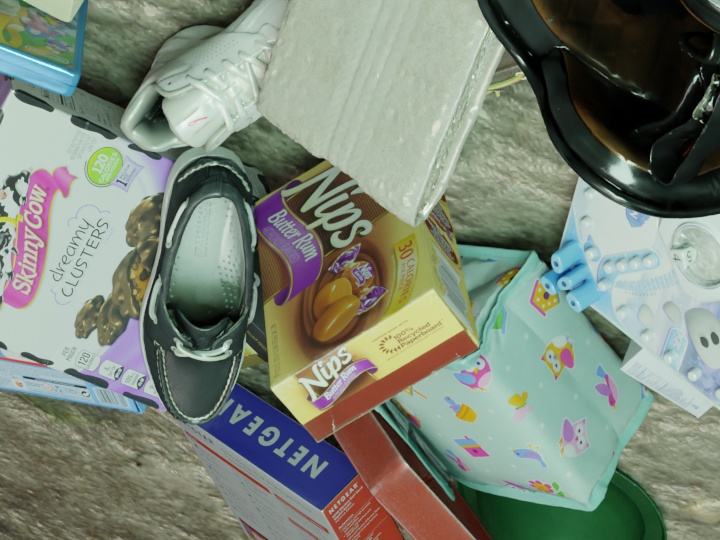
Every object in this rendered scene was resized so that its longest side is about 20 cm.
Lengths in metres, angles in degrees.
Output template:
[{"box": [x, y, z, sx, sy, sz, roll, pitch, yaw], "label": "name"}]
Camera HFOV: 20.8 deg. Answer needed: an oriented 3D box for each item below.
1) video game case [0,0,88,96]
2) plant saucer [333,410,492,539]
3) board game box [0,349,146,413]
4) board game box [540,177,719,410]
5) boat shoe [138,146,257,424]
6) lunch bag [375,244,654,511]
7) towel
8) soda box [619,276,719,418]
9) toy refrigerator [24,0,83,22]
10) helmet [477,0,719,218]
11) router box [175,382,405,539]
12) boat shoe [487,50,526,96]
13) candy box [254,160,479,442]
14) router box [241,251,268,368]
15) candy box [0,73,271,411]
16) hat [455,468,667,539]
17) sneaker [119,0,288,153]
[{"box": [-0.225, -0.175, 1.132, 0.142, 0.201, 0.018, 19, 118, -16], "label": "video game case"}, {"box": [0.034, 0.151, 1.413, 0.200, 0.037, 0.200, 50, -179, -35], "label": "plant saucer"}, {"box": [-0.247, 0.019, 1.442, 0.150, 0.037, 0.201, 8, 140, 24], "label": "board game box"}, {"box": [0.198, -0.008, 1.144, 0.200, 0.026, 0.201, 41, 141, 28], "label": "board game box"}, {"box": [-0.105, 0.021, 1.267, 0.075, 0.060, 0.202, -3, 120, -9], "label": "boat shoe"}, {"box": [0.069, 0.071, 1.342, 0.199, 0.123, 0.171, 2, 142, 48], "label": "lunch bag"}, {"box": [0.018, -0.141, 1.091, 0.132, 0.034, 0.201, 37, 123, 24], "label": "towel"}, {"box": [0.239, 0.010, 1.204, 0.063, 0.068, 0.200, 31, 144, -5], "label": "soda box"}, {"box": [-0.230, -0.226, 1.086, 0.199, 0.070, 0.076, 28, 151, -1], "label": "toy refrigerator"}, {"box": [0.159, -0.144, 0.957, 0.198, 0.192, 0.201, -17, 149, -11], "label": "helmet"}, {"box": [-0.045, 0.183, 1.539, 0.199, 0.049, 0.180, 29, 154, 42], "label": "router box"}, {"box": [0.079, -0.131, 1.125, 0.199, 0.072, 0.060, -24, 122, 42], "label": "boat shoe"}, {"box": [0.000, 0.000, 1.199, 0.116, 0.201, 0.057, -31, 123, 15], "label": "candy box"}, {"box": [-0.158, -0.003, 1.440, 0.156, 0.053, 0.200, -17, 127, 43], "label": "router box"}, {"box": [-0.183, -0.022, 1.304, 0.199, 0.072, 0.169, 23, 107, -24], "label": "candy box"}, {"box": [0.134, 0.246, 1.466, 0.165, 0.177, 0.199, 41, 142, -20], "label": "hat"}, {"box": [-0.072, -0.115, 1.205, 0.199, 0.100, 0.078, -23, 114, 45], "label": "sneaker"}]
